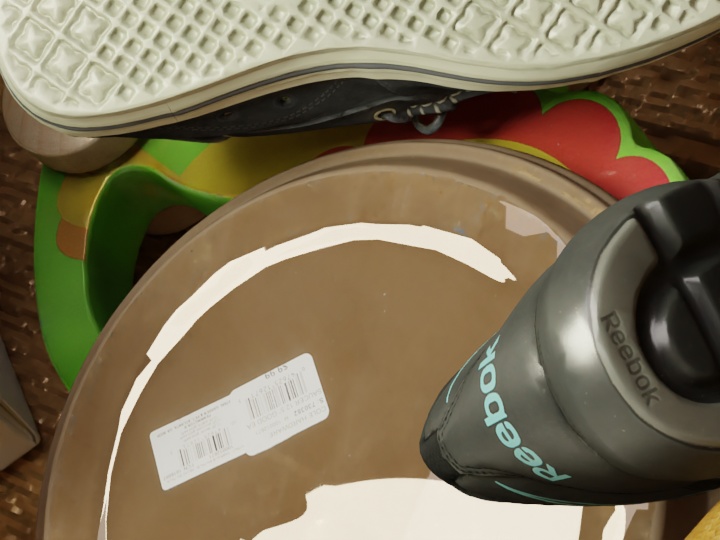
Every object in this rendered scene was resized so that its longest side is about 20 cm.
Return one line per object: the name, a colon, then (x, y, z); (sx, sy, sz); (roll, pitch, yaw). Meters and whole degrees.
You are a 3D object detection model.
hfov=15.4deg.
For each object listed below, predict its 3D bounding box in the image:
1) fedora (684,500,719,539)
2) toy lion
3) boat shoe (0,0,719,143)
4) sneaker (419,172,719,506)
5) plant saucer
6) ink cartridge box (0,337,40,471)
fedora: (0.144, 0.115, 0.514); (0.199, 0.082, 0.202); (-4, 75, 14)
toy lion: (0.000, 0.000, 0.726); (0.199, 0.069, 0.193); (-17, 59, 23)
boat shoe: (0.007, -0.073, 0.680); (0.199, 0.062, 0.075); (-11, 84, 9)
sneaker: (0.093, 0.004, 0.597); (0.079, 0.199, 0.076); (-35, 75, 46)
plant saucer: (-0.001, 0.059, 0.658); (0.199, 0.029, 0.201); (-9, 69, 25)
ink cartridge box: (-0.200, 0.009, 0.824); (0.146, 0.084, 0.200); (-35, 48, 8)
